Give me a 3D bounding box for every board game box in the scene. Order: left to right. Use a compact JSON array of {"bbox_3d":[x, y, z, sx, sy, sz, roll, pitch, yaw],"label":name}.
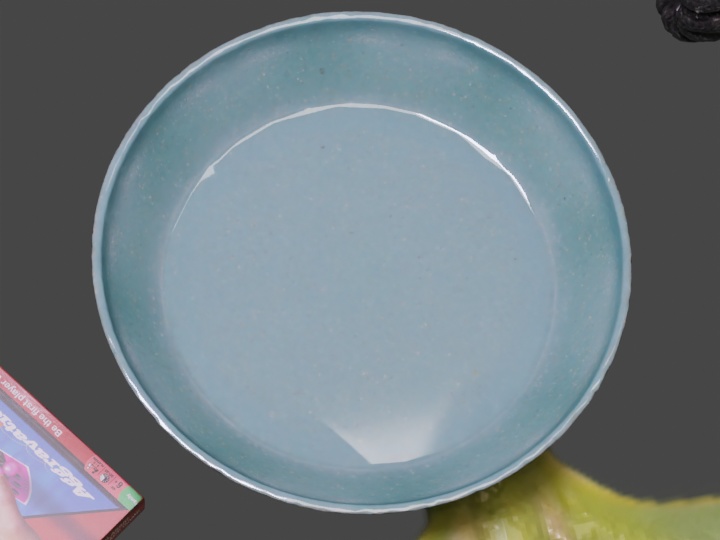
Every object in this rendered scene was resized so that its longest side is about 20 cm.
[{"bbox_3d":[-0.186,0.055,1.062,0.200,0.019,0.103,41,73,12],"label":"board game box"}]

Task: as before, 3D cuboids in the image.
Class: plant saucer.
[{"bbox_3d":[0.000,0.000,1.087,0.200,0.036,0.200,1,69,-3],"label":"plant saucer"}]

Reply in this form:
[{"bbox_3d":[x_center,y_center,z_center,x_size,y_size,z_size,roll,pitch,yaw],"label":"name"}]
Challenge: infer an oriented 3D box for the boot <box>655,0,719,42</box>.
[{"bbox_3d":[0.184,-0.193,1.152,0.158,0.079,0.211,-3,69,-5],"label":"boot"}]
